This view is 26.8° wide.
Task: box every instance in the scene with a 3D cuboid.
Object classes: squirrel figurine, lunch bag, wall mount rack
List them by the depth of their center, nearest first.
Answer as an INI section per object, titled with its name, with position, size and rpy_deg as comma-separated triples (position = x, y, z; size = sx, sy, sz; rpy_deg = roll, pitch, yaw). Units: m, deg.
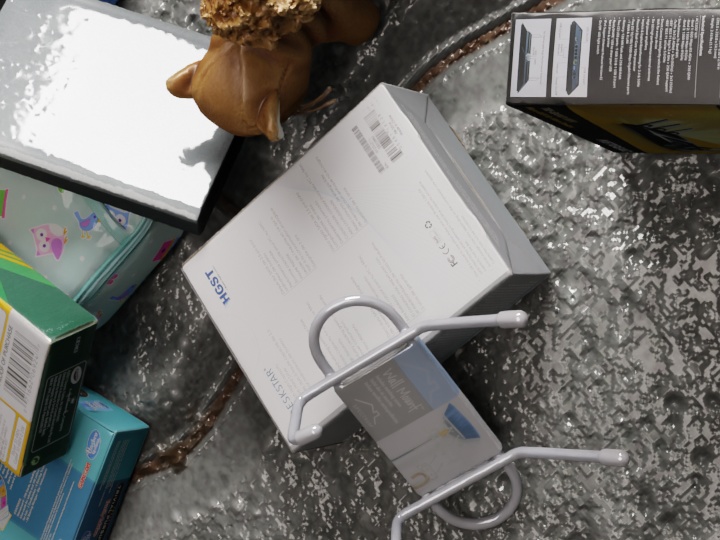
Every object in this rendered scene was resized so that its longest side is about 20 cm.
[wall mount rack]
position = 0.059, 0.095, 0.935
size = 0.173, 0.075, 0.200
rpy_deg = -31, 113, 18
[squirrel figurine]
position = -0.060, -0.183, 0.976
size = 0.141, 0.200, 0.188
rpy_deg = 29, 91, 17
[lunch bag]
position = -0.230, -0.068, 1.133
size = 0.160, 0.077, 0.200
rpy_deg = -46, 72, 21

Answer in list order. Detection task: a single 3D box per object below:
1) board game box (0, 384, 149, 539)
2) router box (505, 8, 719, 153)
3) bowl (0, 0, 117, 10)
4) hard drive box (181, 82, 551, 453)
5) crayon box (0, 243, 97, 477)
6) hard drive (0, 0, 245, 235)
[board game box]
position = -0.274, 0.143, 1.174
size = 0.199, 0.047, 0.152
rpy_deg = 28, 102, 25
[router box]
position = 0.189, -0.102, 0.847
size = 0.156, 0.200, 0.053
rpy_deg = 3, 88, 28
[bowl]
position = -0.258, -0.274, 1.142
size = 0.199, 0.039, 0.203
rpy_deg = 7, 107, 22
[hard drive box]
position = 0.000, 0.000, 1.015
size = 0.200, 0.077, 0.157
rpy_deg = -39, 73, 21
[crayon box]
position = -0.287, 0.039, 1.106
size = 0.199, 0.051, 0.127
rpy_deg = 35, 124, 23
[hard drive]
position = -0.177, -0.118, 1.069
size = 0.198, 0.033, 0.141
rpy_deg = 19, 67, 8
